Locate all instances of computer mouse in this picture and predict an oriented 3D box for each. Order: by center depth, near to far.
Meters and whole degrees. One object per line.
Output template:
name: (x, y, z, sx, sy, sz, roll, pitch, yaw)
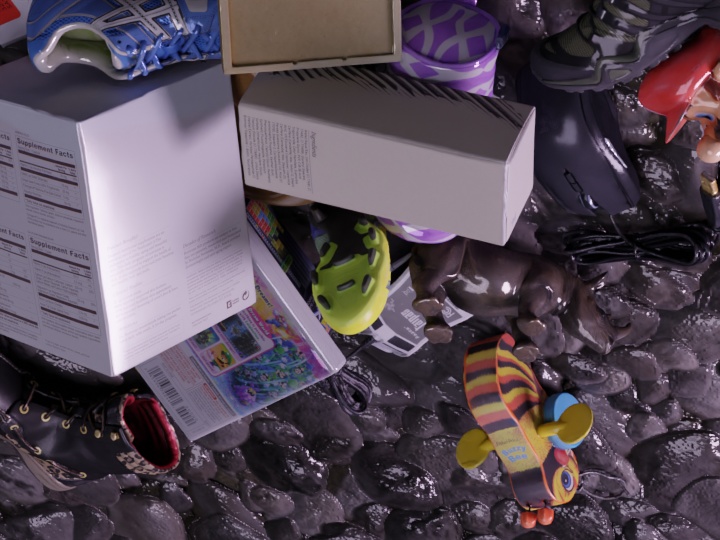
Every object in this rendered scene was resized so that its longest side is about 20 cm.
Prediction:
computer mouse: (0.191, -0.069, 1.585, 0.140, 0.046, 0.200, 1, 133, 26)
computer mouse: (0.033, 0.033, 1.745, 0.200, 0.044, 0.110, -35, 114, 24)

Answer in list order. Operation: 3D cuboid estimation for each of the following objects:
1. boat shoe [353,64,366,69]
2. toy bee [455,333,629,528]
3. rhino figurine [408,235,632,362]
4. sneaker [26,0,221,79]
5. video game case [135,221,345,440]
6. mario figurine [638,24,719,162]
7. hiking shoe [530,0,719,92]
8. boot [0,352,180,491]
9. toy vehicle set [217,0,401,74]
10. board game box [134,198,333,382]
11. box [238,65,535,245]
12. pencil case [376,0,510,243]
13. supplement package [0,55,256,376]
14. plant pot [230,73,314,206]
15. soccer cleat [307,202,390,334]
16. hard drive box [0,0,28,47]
boat shoe: (-0.008, -0.188, 1.550, 0.068, 0.072, 0.200, -13, 136, 3)
toy bee: (0.151, 0.152, 1.784, 0.200, 0.109, 0.131, 35, 136, -10)
rhino figurine: (0.124, 0.020, 1.661, 0.200, 0.087, 0.060, 13, 139, -20)
sneaker: (-0.140, -0.167, 1.517, 0.200, 0.077, 0.076, 2, 147, 11)
video game case: (-0.133, 0.029, 1.752, 0.182, 0.024, 0.200, -27, 103, 38)
mario figurine: (0.286, -0.093, 1.472, 0.200, 0.106, 0.123, 15, 140, 9)
hiking shoe: (0.189, -0.194, 1.451, 0.200, 0.076, 0.101, -24, 112, 30)
boot: (-0.271, 0.131, 1.992, 0.151, 0.073, 0.200, -7, 133, 33)
toy vehicle set: (-0.037, -0.235, 1.450, 0.124, 0.027, 0.200, -4, 111, -6)
board game box: (-0.141, 0.008, 1.818, 0.200, 0.057, 0.165, -12, 128, 34)
box: (0.018, -0.087, 1.508, 0.200, 0.068, 0.082, 14, 137, 15)
pencil case: (0.054, -0.112, 1.580, 0.084, 0.086, 0.200, 13, 136, 3)
supplement package: (-0.191, -0.055, 1.608, 0.151, 0.152, 0.200, 17, 122, 39)
plant pot: (-0.100, -0.123, 1.640, 0.200, 0.027, 0.200, 30, 147, 22)
soccer cleat: (0.001, -0.001, 1.648, 0.065, 0.200, 0.084, -26, 117, 9)
hard drive box: (-0.222, -0.267, 1.563, 0.200, 0.077, 0.156, -16, 124, 37)
